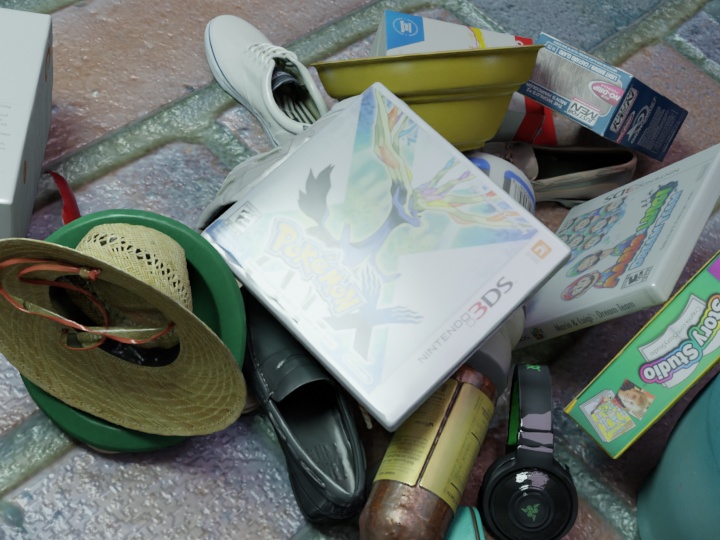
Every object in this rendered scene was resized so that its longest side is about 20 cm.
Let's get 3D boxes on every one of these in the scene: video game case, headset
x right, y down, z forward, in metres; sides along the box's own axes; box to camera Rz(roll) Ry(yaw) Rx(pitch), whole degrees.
[{"bbox_3d":[0.215,-0.019,0.905,0.024,0.182,0.200,49,51,-13],"label":"video game case"},{"bbox_3d":[0.135,0.170,0.775,0.094,0.124,0.200,5,78,5],"label":"headset"},{"bbox_3d":[0.017,-0.017,0.759,0.182,0.022,0.200,-43,72,-13],"label":"video game case"}]

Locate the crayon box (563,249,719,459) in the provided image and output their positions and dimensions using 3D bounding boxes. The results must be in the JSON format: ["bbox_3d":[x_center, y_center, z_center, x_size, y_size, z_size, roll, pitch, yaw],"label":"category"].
[{"bbox_3d":[0.262,0.042,0.816,0.058,0.200,0.172,46,23,16],"label":"crayon box"}]

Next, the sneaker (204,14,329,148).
[{"bbox_3d":[-0.081,-0.182,0.999,0.073,0.071,0.200,-24,64,-30],"label":"sneaker"}]

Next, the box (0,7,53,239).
[{"bbox_3d":[-0.304,-0.096,0.830,0.097,0.124,0.200,7,52,-12],"label":"box"}]

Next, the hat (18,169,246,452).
[{"bbox_3d":[-0.172,0.020,0.827,0.165,0.176,0.200,-5,99,-5],"label":"hat"}]

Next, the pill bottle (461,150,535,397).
[{"bbox_3d":[0.083,0.007,0.881,0.114,0.114,0.200,17,51,-5],"label":"pill bottle"}]

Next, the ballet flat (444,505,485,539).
[{"bbox_3d":[0.067,0.254,0.724,0.070,0.067,0.200,-8,54,-5],"label":"ballet flat"}]

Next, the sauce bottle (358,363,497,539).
[{"bbox_3d":[0.038,0.159,0.754,0.066,0.066,0.200,27,61,4],"label":"sauce bottle"}]

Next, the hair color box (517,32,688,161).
[{"bbox_3d":[0.235,-0.162,1.013,0.100,0.061,0.200,33,15,27],"label":"hair color box"}]

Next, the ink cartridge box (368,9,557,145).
[{"bbox_3d":[0.113,-0.182,1.062,0.200,0.067,0.116,8,53,-12],"label":"ink cartridge box"}]

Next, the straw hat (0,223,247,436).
[{"bbox_3d":[-0.151,0.017,0.690,0.201,0.201,0.085,21,53,-2],"label":"straw hat"}]

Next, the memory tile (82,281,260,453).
[{"bbox_3d":[-0.140,0.056,0.838,0.200,0.017,0.153,-14,60,-25],"label":"memory tile"}]

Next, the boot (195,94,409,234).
[{"bbox_3d":[-0.047,-0.069,0.855,0.074,0.200,0.096,51,40,-19],"label":"boot"}]

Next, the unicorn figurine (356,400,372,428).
[{"bbox_3d":[0.000,0.000,0.818,0.074,0.137,0.200,26,90,-20],"label":"unicorn figurine"}]

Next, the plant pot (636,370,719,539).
[{"bbox_3d":[0.308,0.162,0.782,0.200,0.188,0.200,10,55,-15],"label":"plant pot"}]

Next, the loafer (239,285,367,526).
[{"bbox_3d":[-0.042,0.089,0.788,0.068,0.070,0.201,-12,65,-25],"label":"loafer"}]

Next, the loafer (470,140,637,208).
[{"bbox_3d":[0.170,-0.100,1.020,0.200,0.063,0.072,1,55,-17],"label":"loafer"}]

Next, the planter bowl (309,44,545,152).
[{"bbox_3d":[0.059,-0.143,0.904,0.200,0.200,0.084,-9,100,-23],"label":"planter bowl"}]
